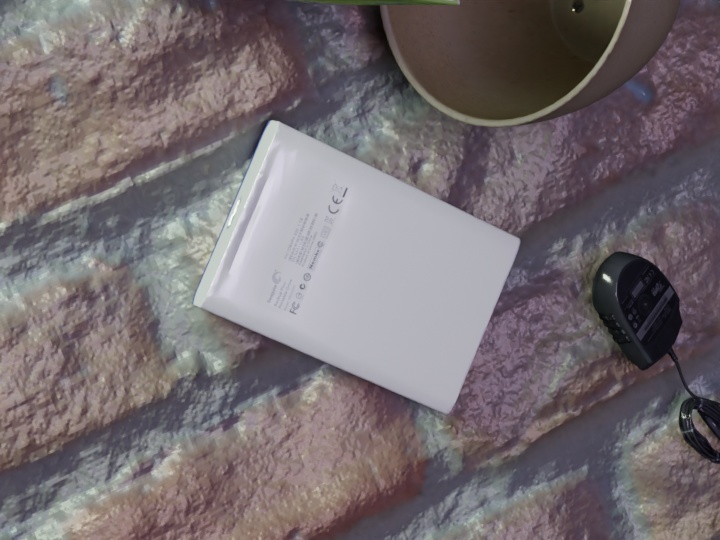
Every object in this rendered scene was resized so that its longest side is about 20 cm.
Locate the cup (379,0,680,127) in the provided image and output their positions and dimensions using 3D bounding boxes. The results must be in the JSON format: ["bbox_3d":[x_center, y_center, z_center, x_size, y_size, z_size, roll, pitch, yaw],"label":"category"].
[{"bbox_3d":[0.132,-0.190,1.330,0.143,0.199,0.202,2,97,-51],"label":"cup"}]

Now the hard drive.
[{"bbox_3d":[0.000,0.000,1.368,0.199,0.025,0.133,25,87,-24],"label":"hard drive"}]

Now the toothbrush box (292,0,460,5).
[{"bbox_3d":[-0.042,-0.209,1.227,0.145,0.200,0.087,3,94,-24],"label":"toothbrush box"}]

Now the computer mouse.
[{"bbox_3d":[0.222,0.067,1.477,0.059,0.034,0.201,-48,118,-30],"label":"computer mouse"}]
